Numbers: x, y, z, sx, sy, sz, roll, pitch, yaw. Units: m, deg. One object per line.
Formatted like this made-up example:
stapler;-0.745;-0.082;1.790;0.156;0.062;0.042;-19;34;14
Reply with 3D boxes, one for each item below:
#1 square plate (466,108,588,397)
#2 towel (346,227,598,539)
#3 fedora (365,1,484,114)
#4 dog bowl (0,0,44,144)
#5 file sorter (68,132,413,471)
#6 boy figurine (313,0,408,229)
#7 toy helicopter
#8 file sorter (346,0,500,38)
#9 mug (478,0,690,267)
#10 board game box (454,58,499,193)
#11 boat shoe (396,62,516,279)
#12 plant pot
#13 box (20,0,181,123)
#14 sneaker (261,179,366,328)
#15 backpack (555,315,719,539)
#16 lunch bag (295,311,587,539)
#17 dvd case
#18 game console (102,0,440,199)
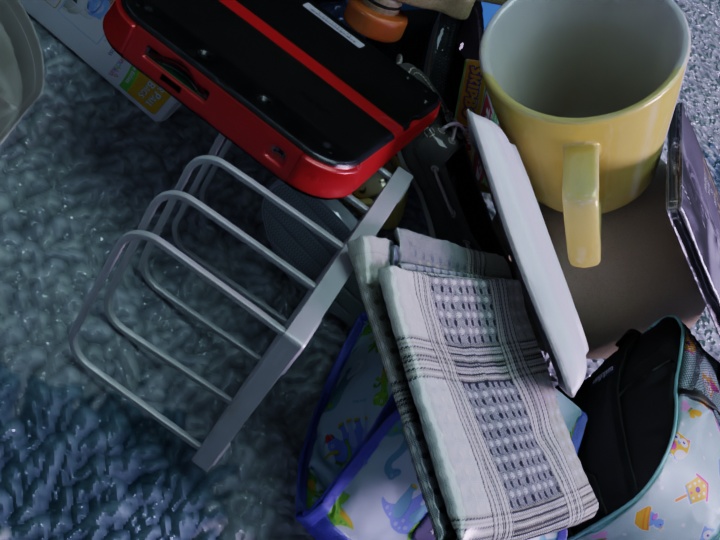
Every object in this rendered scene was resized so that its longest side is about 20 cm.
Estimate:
square plate;0.124;-0.011;0.828;0.198;0.028;0.201;18;53;-81
towel;0.079;0.069;0.715;0.192;0.034;0.201;7;60;-54
fedora;0.047;-0.155;0.988;0.091;0.201;0.201;9;38;15
dog bowl;-0.298;-0.136;0.695;0.200;0.059;0.201;26;45;-28
file sorter;-0.078;-0.003;0.740;0.124;0.139;0.200;35;39;-2
boy figurine;-0.018;-0.125;0.892;0.124;0.064;0.201;-16;82;-7
toy helicopter;0.068;-0.231;0.883;0.199;0.079;0.132;5;36;-27
file sorter;0.033;-0.256;1.062;0.200;0.139;0.123;3;54;-44
mug;0.161;-0.108;0.867;0.149;0.153;0.187;30;67;28
board game box;0.112;-0.123;1.021;0.200;0.030;0.096;2;99;-77
boat shoe;0.073;-0.067;0.872;0.067;0.057;0.201;-43;120;-56
plant pot;0.181;-0.004;0.987;0.134;0.200;0.201;-24;78;-31
box;-0.180;-0.229;0.851;0.200;0.101;0.113;41;40;-13
sneaker;0.000;0.000;0.889;0.200;0.073;0.071;50;28;-17
backpack;0.218;0.162;0.881;0.153;0.176;0.200;47;34;-8
lunch bag;0.053;0.137;0.789;0.170;0.127;0.200;43;50;-19
dvd case;0.282;-0.013;0.899;0.200;0.016;0.149;59;30;-28
game console;-0.056;-0.139;0.771;0.200;0.031;0.177;38;36;6
